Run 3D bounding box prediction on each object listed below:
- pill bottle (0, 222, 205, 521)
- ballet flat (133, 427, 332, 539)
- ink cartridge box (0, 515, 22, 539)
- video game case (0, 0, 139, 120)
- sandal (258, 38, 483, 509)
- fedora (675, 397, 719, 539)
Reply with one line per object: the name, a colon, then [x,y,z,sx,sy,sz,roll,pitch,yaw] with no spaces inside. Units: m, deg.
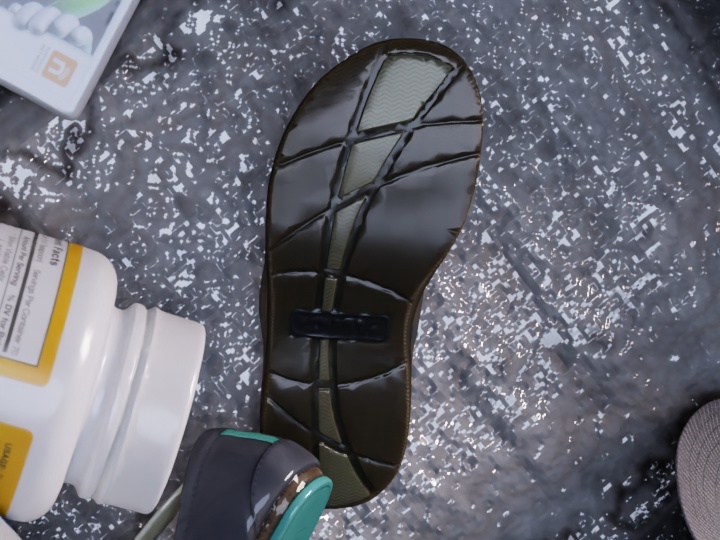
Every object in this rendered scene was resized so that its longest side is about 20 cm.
pill bottle: [-0.165,0.030,0.792,0.200,0.109,0.109,17,94,-9]
ballet flat: [-0.075,0.152,0.845,0.073,0.073,0.200,19,104,-10]
ink cartridge box: [-0.194,0.174,0.747,0.200,0.145,0.085,-35,63,-9]
video game case: [-0.146,-0.188,0.813,0.182,0.023,0.200,28,92,-11]
sandal: [0.000,0.000,0.846,0.082,0.055,0.200,5,110,-3]
fedora: [0.210,0.140,0.854,0.200,0.177,0.090,11,124,-9]
